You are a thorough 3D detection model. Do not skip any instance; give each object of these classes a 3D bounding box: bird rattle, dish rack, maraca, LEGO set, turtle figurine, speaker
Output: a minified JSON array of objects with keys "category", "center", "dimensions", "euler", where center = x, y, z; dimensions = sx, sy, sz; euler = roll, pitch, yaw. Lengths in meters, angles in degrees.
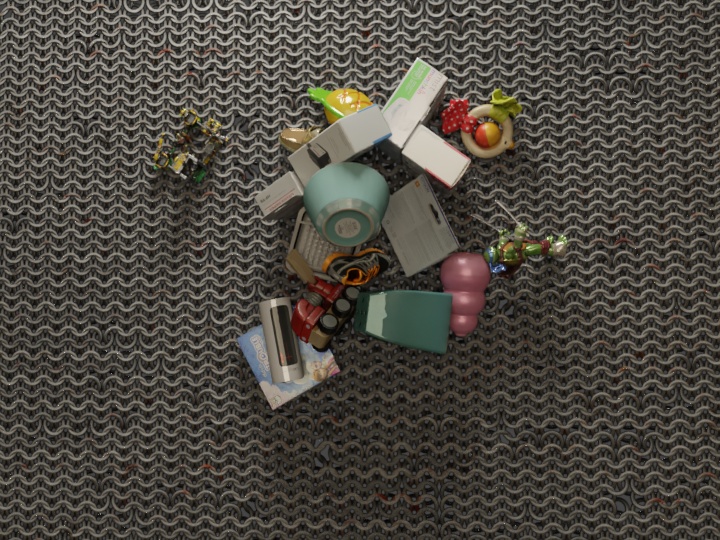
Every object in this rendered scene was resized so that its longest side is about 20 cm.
[{"category":"bird rattle","center":[0.303,-0.359,1.689],"dimensions":[0.198,0.113,0.165],"euler":[-17,102,5]},{"category":"dish rack","center":[-0.085,-0.072,1.666],"dimensions":[0.169,0.044,0.202],"euler":[12,124,-12]},{"category":"maraca","center":[-0.041,-0.403,1.697],"dimensions":[0.199,0.137,0.108],"euler":[34,115,13]},{"category":"LEGO set","center":[-0.437,-0.314,1.716],"dimensions":[0.154,0.116,0.200],"euler":[41,89,5]},{"category":"turtle figurine","center":[0.386,-0.088,1.637],"dimensions":[0.191,0.144,0.202],"euler":[1,59,-14]},{"category":"speaker","center":[-0.192,0.170,1.649],"dimensions":[0.080,0.081,0.203],"euler":[-11,85,3]}]

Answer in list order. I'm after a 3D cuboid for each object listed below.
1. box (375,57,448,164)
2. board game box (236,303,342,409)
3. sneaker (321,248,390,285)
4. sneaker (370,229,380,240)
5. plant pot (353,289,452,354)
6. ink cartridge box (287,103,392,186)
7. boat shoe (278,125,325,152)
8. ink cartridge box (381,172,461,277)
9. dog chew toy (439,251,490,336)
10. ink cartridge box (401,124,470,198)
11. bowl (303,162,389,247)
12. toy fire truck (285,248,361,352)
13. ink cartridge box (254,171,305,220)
[{"category":"box","center":[0.119,-0.381,1.659],"dimensions":[0.096,0.176,0.201],"euler":[35,90,5]},{"category":"board game box","center":[-0.178,0.211,1.706],"dimensions":[0.198,0.043,0.202],"euler":[-30,84,2]},{"category":"sneaker","center":[0.000,0.000,1.650],"dimensions":[0.077,0.198,0.079],"euler":[47,130,35]},{"category":"sneaker","center":[-0.048,-0.114,1.698],"dimensions":[0.197,0.082,0.076],"euler":[8,87,4]},{"category":"plant pot","center":[0.094,0.112,1.613],"dimensions":[0.197,0.141,0.143],"euler":[8,87,-19]},{"category":"ink cartridge box","center":[-0.048,-0.285,1.562],"dimensions":[0.145,0.199,0.084],"euler":[-36,98,-43]},{"category":"boat shoe","center":[-0.108,-0.329,1.713],"dimensions":[0.197,0.067,0.075],"euler":[12,56,0]},{"category":"ink cartridge box","center":[0.143,-0.109,1.646],"dimensions":[0.040,0.199,0.201],"euler":[-21,84,-41]},{"category":"dog chew toy","center":[0.250,0.058,1.655],"dimensions":[0.123,0.125,0.203],"euler":[4,94,4]},{"category":"ink cartridge box","center":[0.179,-0.255,1.636],"dimensions":[0.146,0.200,0.083],"euler":[35,91,5]},{"category":"bowl","center":[-0.029,-0.129,1.518],"dimensions":[0.198,0.202,0.106],"euler":[-8,45,3]},{"category":"toy fire truck","center":[-0.116,0.064,1.639],"dimensions":[0.199,0.129,0.176],"euler":[32,46,9]},{"category":"ink cartridge box","center":[-0.171,-0.180,1.639],"dimensions":[0.115,0.200,0.067],"euler":[-32,85,20]}]
